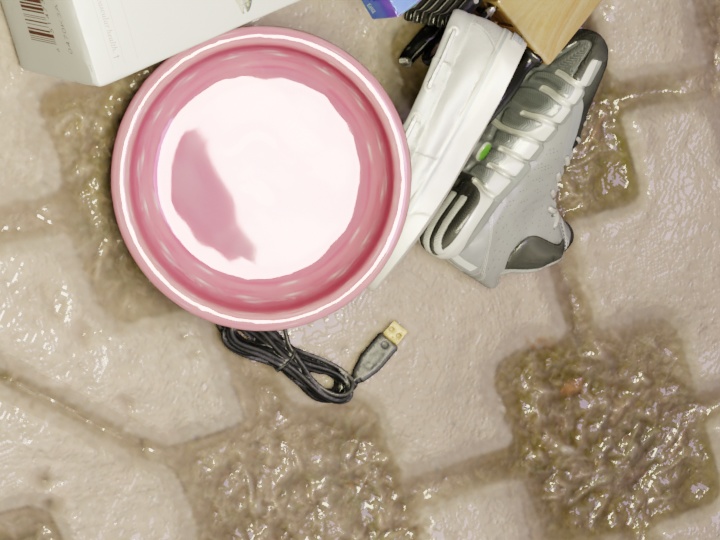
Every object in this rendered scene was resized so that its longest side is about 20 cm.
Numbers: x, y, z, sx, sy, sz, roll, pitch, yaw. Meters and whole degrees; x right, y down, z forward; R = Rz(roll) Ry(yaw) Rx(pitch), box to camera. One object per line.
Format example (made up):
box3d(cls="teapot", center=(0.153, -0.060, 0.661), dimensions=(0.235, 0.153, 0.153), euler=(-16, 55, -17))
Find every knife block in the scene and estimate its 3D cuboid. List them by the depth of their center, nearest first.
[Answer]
box3d(cls="knife block", center=(0.124, -0.188, 1.731), dimensions=(0.199, 0.064, 0.177), euler=(-6, 105, -32))

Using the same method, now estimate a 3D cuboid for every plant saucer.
box3d(cls="plant saucer", center=(-0.065, -0.062, 1.603), dimensions=(0.199, 0.051, 0.202), euler=(0, 97, 0))

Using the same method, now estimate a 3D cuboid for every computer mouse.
box3d(cls="computer mouse", center=(0.000, 0.000, 1.703), dimensions=(0.140, 0.046, 0.201), euler=(40, 79, -32))

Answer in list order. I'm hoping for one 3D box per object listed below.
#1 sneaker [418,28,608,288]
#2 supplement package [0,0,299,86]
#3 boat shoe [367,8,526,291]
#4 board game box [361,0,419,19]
box3d(cls="sneaker", center=(0.132, -0.074, 1.765), dimensions=(0.200, 0.075, 0.115), euler=(-52, 128, -1))
box3d(cls="supplement package", center=(-0.124, -0.210, 1.530), dimensions=(0.199, 0.117, 0.118), euler=(-27, 112, -26))
box3d(cls="boat shoe", center=(0.039, -0.084, 1.644), dimensions=(0.068, 0.072, 0.201), euler=(30, 102, 2))
box3d(cls="board game box", center=(0.057, -0.280, 1.617), dimensions=(0.200, 0.045, 0.135), euler=(-37, 107, -17))
